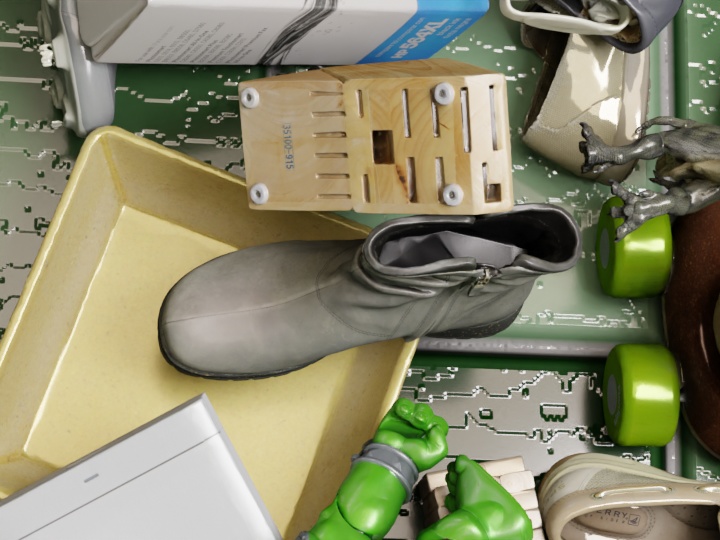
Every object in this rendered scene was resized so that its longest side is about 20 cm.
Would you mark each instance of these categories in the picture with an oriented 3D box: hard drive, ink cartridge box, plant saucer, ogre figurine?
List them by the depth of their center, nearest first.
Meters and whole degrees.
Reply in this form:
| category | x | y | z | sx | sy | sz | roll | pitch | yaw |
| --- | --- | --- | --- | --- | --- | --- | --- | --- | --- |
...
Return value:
| category | x | y | z | sx | sy | sz | roll | pitch | yaw |
| --- | --- | --- | --- | --- | --- | --- | --- | --- | --- |
| ogre figurine | 0.037 | 0.166 | 1.009 | 0.119 | 0.098 | 0.201 | -25 | 91 | -27 |
| hard drive | -0.087 | 0.179 | 1.048 | 0.131 | 0.027 | 0.201 | -28 | 95 | 3 |
| plant saucer | -0.083 | 0.053 | 1.106 | 0.199 | 0.048 | 0.201 | 22 | 75 | -2 |
| ink cartridge box | -0.047 | -0.189 | 1.118 | 0.199 | 0.084 | 0.147 | -3 | 77 | -30 |

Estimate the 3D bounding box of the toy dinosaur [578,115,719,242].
| category | x | y | z | sx | sy | sz | roll | pitch | yaw |
| --- | --- | --- | --- | --- | --- | --- | --- | --- | --- |
| toy dinosaur | 0.159 | -0.048 | 1.054 | 0.087 | 0.200 | 0.048 | -6 | 105 | -7 |

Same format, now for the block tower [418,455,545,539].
| category | x | y | z | sx | sy | sz | roll | pitch | yaw |
| --- | --- | --- | --- | --- | --- | --- | --- | --- | --- |
| block tower | 0.074 | 0.198 | 1.085 | 0.057 | 0.054 | 0.202 | -10 | 77 | -8 |

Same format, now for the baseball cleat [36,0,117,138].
| category | x | y | z | sx | sy | sz | roll | pitch | yaw |
| --- | --- | --- | --- | --- | --- | --- | --- | --- | --- |
| baseball cleat | -0.129 | -0.172 | 1.145 | 0.106 | 0.070 | 0.202 | -7 | 81 | -14 |

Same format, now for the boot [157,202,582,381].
| category | x | y | z | sx | sy | sz | roll | pitch | yaw |
| --- | --- | --- | --- | --- | --- | --- | --- | --- | --- |
| boot | 0.000 | 0.000 | 1.036 | 0.198 | 0.131 | 0.068 | -8 | 77 | -8 |

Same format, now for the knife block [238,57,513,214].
| category | x | y | z | sx | sy | sz | roll | pitch | yaw |
| --- | --- | --- | --- | --- | --- | --- | --- | --- | --- |
| knife block | 0.030 | -0.073 | 1.072 | 0.175 | 0.199 | 0.065 | -17 | 105 | -51 |

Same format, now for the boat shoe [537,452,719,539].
| category | x | y | z | sx | sy | sz | roll | pitch | yaw |
| --- | --- | --- | --- | --- | --- | --- | --- | --- | --- |
| boat shoe | 0.189 | 0.140 | 1.093 | 0.198 | 0.065 | 0.073 | 11 | 105 | -2 |

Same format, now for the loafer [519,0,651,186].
| category | x | y | z | sx | sy | sz | roll | pitch | yaw |
| --- | --- | --- | --- | --- | --- | --- | --- | --- | --- |
| loafer | 0.123 | -0.148 | 1.163 | 0.068 | 0.076 | 0.202 | 6 | 76 | -11 |

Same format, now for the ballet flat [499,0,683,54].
| category | x | y | z | sx | sy | sz | roll | pitch | yaw |
| --- | --- | --- | --- | --- | --- | --- | --- | --- | --- |
| ballet flat | 0.073 | -0.167 | 1.084 | 0.199 | 0.073 | 0.074 | 25 | 75 | -12 |

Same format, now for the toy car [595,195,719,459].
| category | x | y | z | sx | sy | sz | roll | pitch | yaw |
| --- | --- | --- | --- | --- | --- | --- | --- | --- | --- |
| toy car | 0.219 | 0.010 | 1.070 | 0.163 | 0.200 | 0.159 | 0 | 77 | -6 |
